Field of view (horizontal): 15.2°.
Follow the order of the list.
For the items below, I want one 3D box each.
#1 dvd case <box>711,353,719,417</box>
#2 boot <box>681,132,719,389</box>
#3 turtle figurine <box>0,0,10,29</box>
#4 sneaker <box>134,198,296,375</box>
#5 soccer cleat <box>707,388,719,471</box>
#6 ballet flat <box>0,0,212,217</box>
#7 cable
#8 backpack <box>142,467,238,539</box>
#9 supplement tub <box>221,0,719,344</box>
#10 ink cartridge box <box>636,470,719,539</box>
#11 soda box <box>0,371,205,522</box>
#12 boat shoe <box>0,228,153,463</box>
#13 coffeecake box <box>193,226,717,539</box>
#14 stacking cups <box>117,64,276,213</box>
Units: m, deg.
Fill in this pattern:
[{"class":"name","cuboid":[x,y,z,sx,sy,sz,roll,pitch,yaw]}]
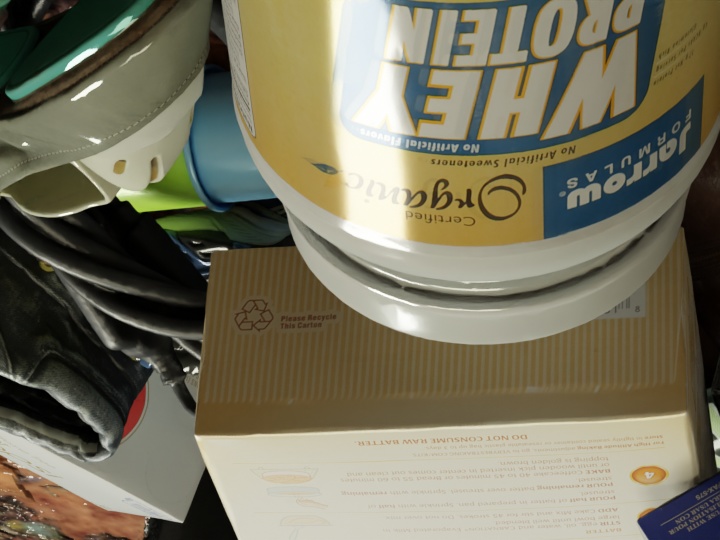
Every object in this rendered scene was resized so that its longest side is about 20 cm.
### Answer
[{"class":"dvd case","cuboid":[0.225,0.081,0.897,0.199,0.022,0.146,6,151,23]},{"class":"boot","cuboid":[0.153,-0.066,0.853,0.199,0.064,0.187,-24,115,29]},{"class":"turtle figurine","cuboid":[-0.124,-0.117,0.805,0.100,0.150,0.200,12,166,-40]},{"class":"sneaker","cuboid":[0.000,0.000,0.985,0.199,0.077,0.076,8,115,33]},{"class":"soccer cleat","cuboid":[0.144,0.054,1.079,0.199,0.067,0.081,0,115,45]},{"class":"ballet flat","cuboid":[-0.084,-0.051,0.820,0.064,0.067,0.200,46,151,-19]},{"class":"cable","cuboid":[-0.053,-0.043,0.901,0.163,0.051,0.200,-19,109,33]},{"class":"backpack","cuboid":[-0.013,0.171,1.272,0.182,0.135,0.200,10,155,5]},{"class":"supplement tub","cuboid":[0.031,-0.089,0.735,0.144,0.145,0.200,6,140,10]},{"class":"ink cartridge box","cuboid":[0.160,0.119,0.885,0.094,0.044,0.200,-30,143,0]},{"class":"soda box","cuboid":[-0.151,0.035,1.131,0.200,0.068,0.064,32,162,-33]},{"class":"boat shoe","cuboid":[-0.158,-0.009,1.026,0.200,0.091,0.071,32,145,-18]},{"class":"coffeecake box","cuboid":[0.042,0.075,0.903,0.153,0.073,0.200,-3,144,10]},{"class":"stacking cups","cuboid":[-0.035,-0.053,0.963,0.199,0.061,0.061,-7,147,21]}]
